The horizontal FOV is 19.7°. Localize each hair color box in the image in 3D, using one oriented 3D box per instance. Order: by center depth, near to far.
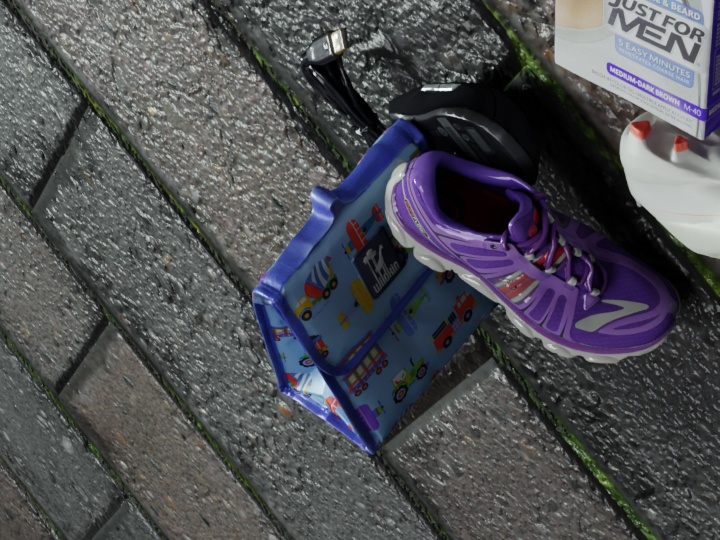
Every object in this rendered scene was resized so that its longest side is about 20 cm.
[{"bbox_3d":[0.161,-0.180,1.091,0.109,0.065,0.201,32,143,33],"label":"hair color box"}]

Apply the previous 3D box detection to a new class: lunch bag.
[{"bbox_3d":[0.000,0.000,1.365,0.094,0.151,0.200,32,162,30],"label":"lunch bag"}]

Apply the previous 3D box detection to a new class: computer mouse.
[{"bbox_3d":[0.041,-0.112,1.338,0.141,0.046,0.200,48,162,-18],"label":"computer mouse"}]

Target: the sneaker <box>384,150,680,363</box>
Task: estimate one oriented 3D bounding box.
[{"bbox_3d":[0.107,-0.009,1.268,0.199,0.081,0.083,26,163,-6],"label":"sneaker"}]

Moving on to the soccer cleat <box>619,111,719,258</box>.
[{"bbox_3d":[0.226,-0.029,1.162,0.200,0.069,0.078,37,152,38],"label":"soccer cleat"}]
